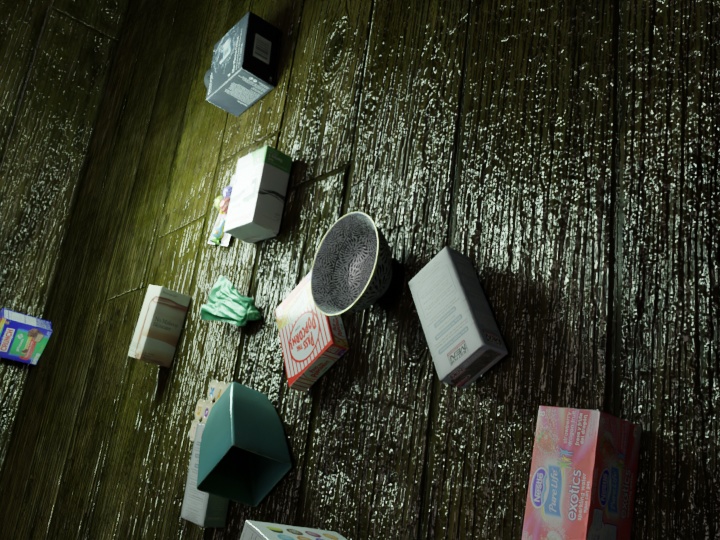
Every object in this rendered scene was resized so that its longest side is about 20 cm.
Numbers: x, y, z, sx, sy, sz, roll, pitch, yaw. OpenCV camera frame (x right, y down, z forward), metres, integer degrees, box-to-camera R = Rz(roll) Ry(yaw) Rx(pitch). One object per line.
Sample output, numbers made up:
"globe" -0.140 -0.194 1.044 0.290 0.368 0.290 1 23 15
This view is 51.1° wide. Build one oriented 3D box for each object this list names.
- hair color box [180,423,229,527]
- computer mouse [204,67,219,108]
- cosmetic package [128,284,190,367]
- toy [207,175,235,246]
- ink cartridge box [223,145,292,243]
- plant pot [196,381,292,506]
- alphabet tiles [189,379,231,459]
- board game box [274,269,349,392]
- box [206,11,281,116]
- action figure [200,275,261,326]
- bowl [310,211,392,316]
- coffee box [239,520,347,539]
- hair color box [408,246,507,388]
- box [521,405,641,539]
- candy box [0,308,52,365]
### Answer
"hair color box" -0.326 0.443 1.638 0.098 0.060 0.205 -2 76 47
"computer mouse" -0.440 -0.611 2.349 0.141 0.045 0.201 -54 38 21
"cosmetic package" -0.549 0.152 2.059 0.086 0.102 0.205 3 77 50
"toy" -0.365 -0.170 2.027 0.114 0.047 0.205 7 79 52
"ink cartridge box" -0.253 -0.184 1.858 0.145 0.083 0.205 -13 62 49
"plant pot" -0.243 0.340 1.539 0.142 0.140 0.202 -49 33 24
"alphabet tiles" -0.342 0.359 1.758 0.198 0.014 0.200 -4 69 51
"board game box" -0.102 0.119 1.540 0.152 0.046 0.203 -46 42 28
"box" -0.332 -0.582 2.136 0.198 0.116 0.201 -24 55 46
"action figure" -0.302 0.089 1.809 0.198 0.054 0.121 16 84 47
"bowl" 0.000 0.000 1.427 0.199 0.093 0.205 -28 52 43
"coffee box" -0.089 0.535 1.184 0.196 0.197 0.205 10 80 54
"hair color box" 0.152 0.073 1.209 0.099 0.060 0.203 -44 42 30
"box" 0.271 0.279 0.928 0.094 0.101 0.205 -6 69 50
"candy box" -1.332 0.260 2.938 0.171 0.197 0.077 -57 38 14
